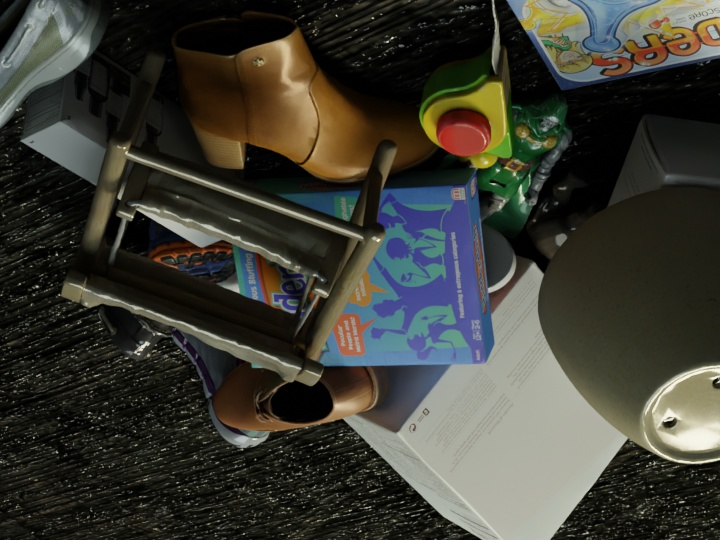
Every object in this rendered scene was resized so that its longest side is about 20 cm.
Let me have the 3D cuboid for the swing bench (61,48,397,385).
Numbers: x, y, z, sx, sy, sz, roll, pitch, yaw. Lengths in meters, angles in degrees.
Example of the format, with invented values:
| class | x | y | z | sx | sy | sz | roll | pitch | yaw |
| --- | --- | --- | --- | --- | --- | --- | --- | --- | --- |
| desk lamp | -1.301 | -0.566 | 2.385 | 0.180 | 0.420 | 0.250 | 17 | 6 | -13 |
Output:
| class | x | y | z | sx | sy | sz | roll | pitch | yaw |
| --- | --- | --- | --- | --- | --- | --- | --- | --- | --- |
| swing bench | -0.101 | -0.019 | 1.186 | 0.198 | 0.130 | 0.200 | 19 | 126 | -7 |

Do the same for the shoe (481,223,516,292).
| class | x | y | z | sx | sy | sz | roll | pitch | yaw |
| --- | --- | --- | --- | --- | --- | --- | --- | --- | --- |
| shoe | 0.038 | 0.003 | 1.375 | 0.199 | 0.072 | 0.091 | -4 | 163 | 14 |

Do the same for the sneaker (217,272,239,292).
| class | x | y | z | sx | sy | sz | roll | pitch | yaw |
| --- | --- | --- | --- | --- | --- | --- | --- | --- | --- |
| sneaker | -0.093 | 0.008 | 1.489 | 0.199 | 0.076 | 0.105 | 4 | 153 | -3 |

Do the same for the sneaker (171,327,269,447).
| class | x | y | z | sx | sy | sz | roll | pitch | yaw |
| --- | --- | --- | --- | --- | --- | --- | --- | --- | --- |
| sneaker | -0.121 | 0.059 | 1.494 | 0.074 | 0.201 | 0.087 | -20 | 167 | -44 |

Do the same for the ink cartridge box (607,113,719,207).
| class | x | y | z | sx | sy | sz | roll | pitch | yaw |
| --- | --- | --- | --- | --- | --- | --- | --- | --- | --- |
| ink cartridge box | 0.269 | -0.014 | 1.310 | 0.145 | 0.085 | 0.201 | 6 | 129 | -12 |

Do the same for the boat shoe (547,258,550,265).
| class | x | y | z | sx | sy | sz | roll | pitch | yaw |
| --- | --- | --- | --- | --- | --- | --- | --- | --- | --- |
| boat shoe | 0.239 | 0.031 | 1.511 | 0.091 | 0.071 | 0.200 | -17 | 149 | 17 |

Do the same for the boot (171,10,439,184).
| class | x | y | z | sx | sy | sz | roll | pitch | yaw |
| --- | --- | --- | --- | --- | --- | --- | --- | --- | --- |
| boot | -0.038 | -0.134 | 1.221 | 0.200 | 0.071 | 0.144 | -2 | 146 | 1 |

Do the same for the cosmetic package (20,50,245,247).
| class | x | y | z | sx | sy | sz | roll | pitch | yaw |
| --- | --- | --- | --- | --- | --- | --- | --- | --- | --- |
| cosmetic package | -0.174 | -0.099 | 1.288 | 0.050 | 0.083 | 0.200 | -17 | 147 | 35 |

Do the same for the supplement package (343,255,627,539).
| class | x | y | z | sx | sy | sz | roll | pitch | yaw |
| --- | --- | --- | --- | --- | --- | --- | --- | --- | --- |
| supplement package | 0.111 | 0.113 | 1.444 | 0.200 | 0.191 | 0.147 | 47 | 166 | -29 |

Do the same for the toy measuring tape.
| class | x | y | z | sx | sy | sz | roll | pitch | yaw |
| --- | --- | --- | --- | --- | --- | --- | --- | --- | --- |
| toy measuring tape | 0.073 | -0.146 | 1.193 | 0.073 | 0.074 | 0.200 | -2 | 142 | 10 |

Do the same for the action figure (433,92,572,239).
| class | x | y | z | sx | sy | sz | roll | pitch | yaw |
| --- | --- | --- | --- | --- | --- | --- | --- | --- | --- |
| action figure | 0.115 | -0.084 | 1.317 | 0.118 | 0.055 | 0.200 | 15 | 146 | -15 |

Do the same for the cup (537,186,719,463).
| class | x | y | z | sx | sy | sz | roll | pitch | yaw |
| --- | --- | --- | --- | --- | --- | --- | --- | --- | --- |
| cup | 0.245 | 0.059 | 1.220 | 0.199 | 0.144 | 0.201 | -4 | 128 | -5 |

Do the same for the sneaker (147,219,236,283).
| class | x | y | z | sx | sy | sz | roll | pitch | yaw |
| --- | --- | --- | --- | --- | --- | --- | --- | --- | --- |
| sneaker | -0.090 | -0.041 | 1.405 | 0.199 | 0.079 | 0.075 | -6 | 152 | -21 |

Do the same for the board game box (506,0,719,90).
| class | x | y | z | sx | sy | sz | roll | pitch | yaw |
| --- | --- | --- | --- | --- | --- | --- | --- | --- | --- |
| board game box | 0.210 | -0.192 | 1.113 | 0.199 | 0.035 | 0.135 | -10 | 149 | 24 |

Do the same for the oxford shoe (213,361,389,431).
| class | x | y | z | sx | sy | sz | roll | pitch | yaw |
| --- | --- | --- | --- | --- | --- | --- | --- | --- | --- |
| oxford shoe | -0.070 | 0.105 | 1.380 | 0.071 | 0.072 | 0.200 | -22 | -176 | -44 |

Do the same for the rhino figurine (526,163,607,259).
| class | x | y | z | sx | sy | sz | roll | pitch | yaw |
| --- | --- | --- | --- | --- | --- | --- | --- | --- | --- |
| rhino figurine | 0.231 | -0.021 | 1.408 | 0.199 | 0.060 | 0.087 | 23 | 141 | -28 |

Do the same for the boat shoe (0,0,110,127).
| class | x | y | z | sx | sy | sz | roll | pitch | yaw |
| --- | --- | --- | --- | --- | --- | --- | --- | --- | --- |
| boat shoe | -0.271 | -0.157 | 1.205 | 0.201 | 0.075 | 0.065 | -25 | 136 | 36 |

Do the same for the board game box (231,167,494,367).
| class | x | y | z | sx | sy | sz | roll | pitch | yaw |
| --- | --- | --- | --- | --- | --- | --- | --- | --- | --- |
| board game box | 0.000 | 0.000 | 1.298 | 0.199 | 0.045 | 0.153 | -2 | 111 | 17 |

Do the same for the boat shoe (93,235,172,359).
| class | x | y | z | sx | sy | sz | roll | pitch | yaw |
| --- | --- | --- | --- | --- | --- | --- | --- | --- | --- |
| boat shoe | -0.208 | 0.023 | 1.436 | 0.074 | 0.060 | 0.200 | 36 | -178 | -30 |
